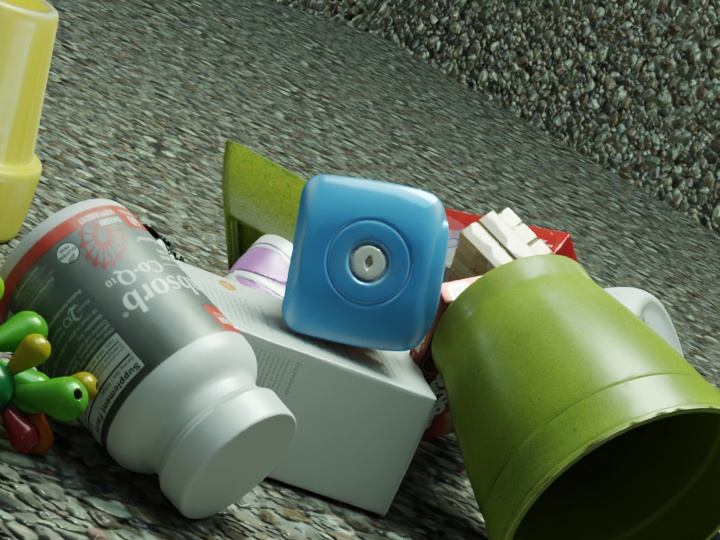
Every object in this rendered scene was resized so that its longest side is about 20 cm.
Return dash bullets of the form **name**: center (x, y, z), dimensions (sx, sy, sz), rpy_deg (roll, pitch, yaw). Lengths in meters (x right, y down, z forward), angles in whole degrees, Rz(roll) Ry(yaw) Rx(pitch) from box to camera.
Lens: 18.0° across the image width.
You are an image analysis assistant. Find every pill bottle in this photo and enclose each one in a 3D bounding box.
- **pill bottle**: center (-0.139, 0.058, 1.470), dimensions (0.200, 0.116, 0.116), rpy_deg (46, 20, 22)

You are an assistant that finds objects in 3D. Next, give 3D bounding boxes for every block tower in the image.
- **block tower**: center (0.097, 0.033, 1.758), dimensions (0.054, 0.200, 0.058), rpy_deg (-33, 68, -26)

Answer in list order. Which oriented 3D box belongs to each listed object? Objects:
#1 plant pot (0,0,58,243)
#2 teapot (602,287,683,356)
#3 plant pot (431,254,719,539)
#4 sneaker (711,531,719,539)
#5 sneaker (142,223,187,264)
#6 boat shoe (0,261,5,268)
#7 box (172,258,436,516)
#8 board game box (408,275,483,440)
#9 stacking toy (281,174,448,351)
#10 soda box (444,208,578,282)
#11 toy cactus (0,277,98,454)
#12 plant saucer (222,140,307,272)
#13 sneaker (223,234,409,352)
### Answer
- **plant pot**: center (-0.340, -0.149, 1.851), dimensions (0.200, 0.190, 0.201), rpy_deg (23, 11, -5)
- **teapot**: center (0.181, 0.113, 1.867), dimensions (0.145, 0.198, 0.200), rpy_deg (-10, -26, 22)
- **plant pot**: center (0.146, 0.098, 1.592), dimensions (0.200, 0.201, 0.193), rpy_deg (14, 34, -42)
- **sneaker**: center (0.232, 0.217, 1.738), dimensions (0.199, 0.078, 0.080), rpy_deg (24, -9, -26)
- **sneaker**: center (-0.155, 0.011, 1.795), dimensions (0.199, 0.080, 0.074), rpy_deg (15, 14, -45)
- **boat shoe**: center (-0.180, 0.037, 1.707), dimensions (0.199, 0.072, 0.068), rpy_deg (14, -22, -17)
- **box**: center (-0.064, 0.081, 1.623), dimensions (0.199, 0.098, 0.124), rpy_deg (20, 12, -17)
- **board game box**: center (0.081, 0.066, 1.713), dimensions (0.102, 0.200, 0.020), rpy_deg (-11, 58, -22)
- **stacking toy**: center (0.000, 0.000, 1.668), dimensions (0.109, 0.117, 0.200), rpy_deg (10, -4, -3)
- **soda box**: center (0.082, -0.003, 1.860), dimensions (0.199, 0.070, 0.064), rpy_deg (14, -42, 37)
- **toy cactus**: center (-0.263, 0.062, 1.390), dimensions (0.200, 0.103, 0.165), rpy_deg (34, 34, 30)
- **plant saucer**: center (-0.041, 0.010, 1.895), dimensions (0.199, 0.048, 0.200), rpy_deg (29, -31, 20)
- **sneaker**: center (-0.038, 0.077, 1.810), dimensions (0.200, 0.073, 0.114), rpy_deg (41, 47, -3)
